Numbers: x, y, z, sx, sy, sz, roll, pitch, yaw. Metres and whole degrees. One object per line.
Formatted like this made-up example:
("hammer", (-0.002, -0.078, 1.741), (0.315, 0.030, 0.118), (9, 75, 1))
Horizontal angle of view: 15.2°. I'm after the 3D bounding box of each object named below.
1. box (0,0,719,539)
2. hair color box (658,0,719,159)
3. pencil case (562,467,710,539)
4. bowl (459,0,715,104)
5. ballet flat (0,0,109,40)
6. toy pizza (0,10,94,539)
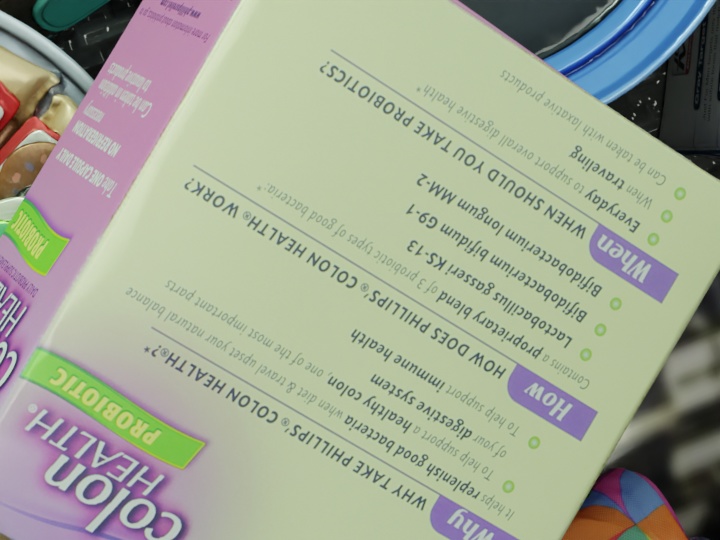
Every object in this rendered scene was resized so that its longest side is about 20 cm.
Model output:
("box", (-0.013, 0.014, 0.822), (0.175, 0.097, 0.201), (31, 89, -22))
("hair color box", (0.169, -0.088, 0.949), (0.060, 0.200, 0.101), (6, 91, -13))
("pencil case", (0.047, 0.153, 0.989), (0.199, 0.088, 0.089), (-31, 99, -8))
("bowl", (0.036, -0.145, 0.881), (0.199, 0.039, 0.202), (-3, 101, -16))
("ballet flat", (-0.135, -0.100, 0.948), (0.200, 0.074, 0.074), (-37, 100, -5))
("toy pizza", (-0.158, 0.008, 0.860), (0.199, 0.032, 0.202), (0, 101, -2))
